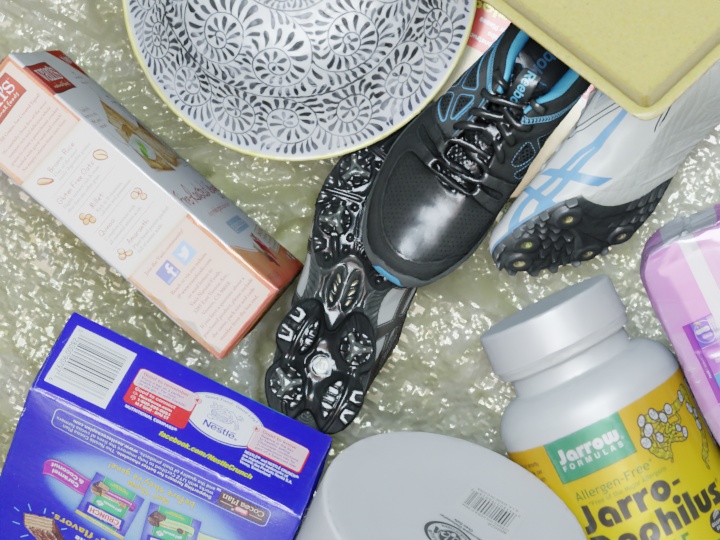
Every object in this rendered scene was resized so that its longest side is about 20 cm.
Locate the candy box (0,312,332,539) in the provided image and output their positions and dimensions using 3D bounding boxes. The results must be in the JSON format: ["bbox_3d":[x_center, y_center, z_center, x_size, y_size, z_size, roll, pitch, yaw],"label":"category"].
[{"bbox_3d":[-0.127,0.147,1.405,0.168,0.077,0.201,26,129,1],"label":"candy box"}]

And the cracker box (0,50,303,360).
[{"bbox_3d":[-0.129,-0.042,1.399,0.200,0.134,0.058,40,98,-1],"label":"cracker box"}]

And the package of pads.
[{"bbox_3d":[0.227,0.062,1.384,0.075,0.120,0.201,-26,93,12],"label":"package of pads"}]

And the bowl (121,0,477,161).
[{"bbox_3d":[-0.037,-0.173,1.386,0.199,0.094,0.203,-2,112,-5],"label":"bowl"}]

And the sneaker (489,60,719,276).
[{"bbox_3d":[0.146,-0.075,1.381,0.200,0.072,0.073,-45,50,18],"label":"sneaker"}]

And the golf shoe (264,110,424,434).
[{"bbox_3d":[0.000,0.000,1.419,0.077,0.095,0.201,27,83,5],"label":"golf shoe"}]

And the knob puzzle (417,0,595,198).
[{"bbox_3d":[0.122,-0.135,1.418,0.217,0.030,0.222,1,97,7],"label":"knob puzzle"}]

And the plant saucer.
[{"bbox_3d":[0.147,-0.184,1.310,0.200,0.049,0.200,-42,65,-17],"label":"plant saucer"}]

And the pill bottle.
[{"bbox_3d":[0.148,0.110,1.401,0.112,0.113,0.201,-25,93,7],"label":"pill bottle"}]

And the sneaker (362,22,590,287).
[{"bbox_3d":[0.068,-0.082,1.349,0.073,0.082,0.201,35,81,3],"label":"sneaker"}]

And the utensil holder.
[{"bbox_3d":[0.023,0.216,1.362,0.169,0.170,0.201,22,123,2],"label":"utensil holder"}]
